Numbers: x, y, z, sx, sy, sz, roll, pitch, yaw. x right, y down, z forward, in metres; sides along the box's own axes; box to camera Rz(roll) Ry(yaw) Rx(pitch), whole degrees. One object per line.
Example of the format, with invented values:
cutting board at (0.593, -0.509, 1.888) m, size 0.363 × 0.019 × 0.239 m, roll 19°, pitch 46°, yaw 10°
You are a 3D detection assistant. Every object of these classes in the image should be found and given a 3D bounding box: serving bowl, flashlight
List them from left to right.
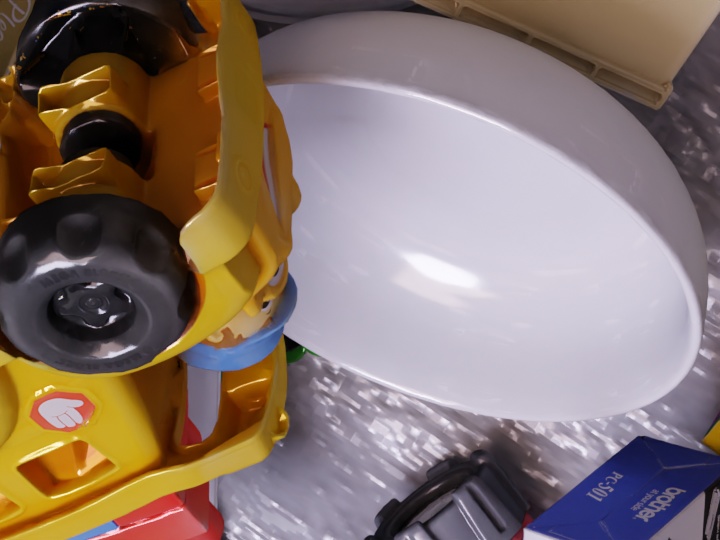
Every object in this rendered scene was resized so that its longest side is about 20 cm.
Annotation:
serving bowl at (0.033, -0.028, 0.880) m, size 0.199 × 0.066 × 0.200 m, roll 17°, pitch 150°, yaw 10°
flashlight at (0.083, 0.170, 1.019) m, size 0.068 × 0.068 × 0.200 m, roll -37°, pitch 100°, yaw -9°

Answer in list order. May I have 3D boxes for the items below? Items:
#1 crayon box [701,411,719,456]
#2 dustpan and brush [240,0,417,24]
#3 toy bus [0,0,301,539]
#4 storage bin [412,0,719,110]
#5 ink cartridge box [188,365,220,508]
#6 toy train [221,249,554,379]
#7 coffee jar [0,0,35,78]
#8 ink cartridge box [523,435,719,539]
crayon box at (0.254, 0.040, 0.903) m, size 0.172 × 0.058 × 0.200 m, roll 38°, pitch 119°, yaw 3°
dustpan and brush at (-0.053, -0.132, 0.940) m, size 0.200 × 0.057 × 0.140 m, roll -33°, pitch 104°, yaw 3°
toy bus at (-0.087, 0.023, 0.818) m, size 0.200 × 0.136 × 0.192 m, roll -23°, pitch 130°, yaw 20°
storage bin at (0.065, -0.186, 0.820) m, size 0.198 × 0.094 × 0.200 m, roll 22°, pitch 121°, yaw -20°
ink cartridge box at (-0.127, 0.035, 0.951) m, size 0.147 × 0.086 × 0.201 m, roll 4°, pitch 73°, yaw -6°
toy train at (0.000, 0.000, 0.997) m, size 0.200 × 0.042 × 0.057 m, roll -19°, pitch 93°, yaw 26°
coffee jar at (-0.177, -0.087, 0.898) m, size 0.199 × 0.105 × 0.085 m, roll 20°, pitch 148°, yaw 2°
ink cartridge box at (0.096, 0.173, 0.929) m, size 0.044 × 0.094 × 0.201 m, roll 15°, pitch 116°, yaw 29°
